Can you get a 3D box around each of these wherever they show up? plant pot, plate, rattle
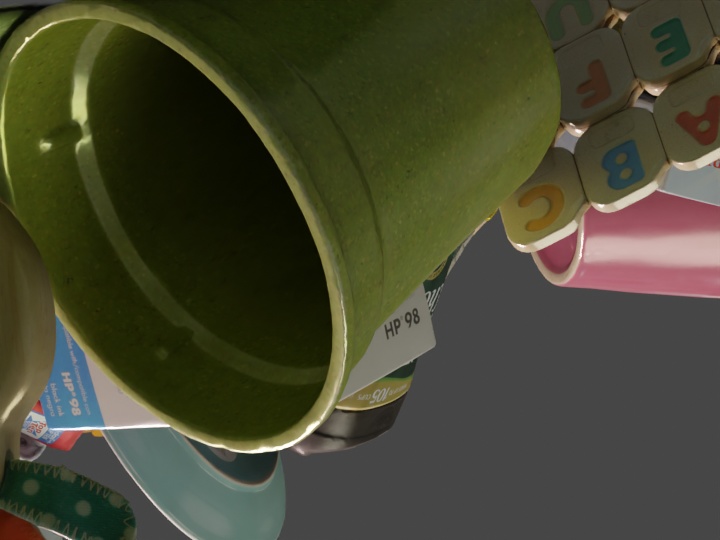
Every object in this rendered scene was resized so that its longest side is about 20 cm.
[{"bbox_3d":[0.203,-0.064,1.850,0.179,0.201,0.200,-7,168,-15],"label":"plant pot"},{"bbox_3d":[-0.094,0.063,1.581,0.026,0.200,0.200,-30,171,20],"label":"plate"},{"bbox_3d":[-0.183,0.049,1.165,0.130,0.200,0.143,-21,165,3],"label":"rattle"},{"bbox_3d":[-0.020,-0.055,1.200,0.184,0.201,0.200,-34,179,-36],"label":"plant pot"}]

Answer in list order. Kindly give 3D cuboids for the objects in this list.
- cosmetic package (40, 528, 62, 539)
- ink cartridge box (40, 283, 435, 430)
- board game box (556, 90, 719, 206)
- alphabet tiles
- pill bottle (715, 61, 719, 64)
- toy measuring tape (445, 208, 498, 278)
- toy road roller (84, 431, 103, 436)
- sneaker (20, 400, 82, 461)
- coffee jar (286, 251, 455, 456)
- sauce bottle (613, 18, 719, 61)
[{"bbox_3d":[-0.301,0.166,1.592,0.200,0.165,0.165,-27,-161,17],"label":"cosmetic package"},{"bbox_3d":[-0.048,0.026,1.359,0.200,0.067,0.116,-4,-166,37],"label":"ink cartridge box"},{"bbox_3d":[0.159,-0.069,1.499,0.200,0.041,0.199,11,-171,-43],"label":"board game box"},{"bbox_3d":[0.100,-0.102,1.307,0.200,0.196,0.015,-27,135,15],"label":"alphabet tiles"},{"bbox_3d":[0.239,-0.161,1.494,0.119,0.120,0.200,-23,173,-17],"label":"pill bottle"},{"bbox_3d":[0.048,-0.051,1.674,0.200,0.074,0.074,-55,-176,-23],"label":"toy measuring tape"},{"bbox_3d":[-0.084,0.045,1.735,0.200,0.146,0.123,-25,173,0],"label":"toy road roller"},{"bbox_3d":[-0.213,0.056,1.516,0.200,0.113,0.071,-19,170,-39],"label":"sneaker"},{"bbox_3d":[0.000,0.000,1.562,0.104,0.085,0.200,-20,133,-62],"label":"coffee jar"},{"bbox_3d":[0.169,-0.135,1.432,0.066,0.066,0.200,-21,-168,-33],"label":"sauce bottle"}]
